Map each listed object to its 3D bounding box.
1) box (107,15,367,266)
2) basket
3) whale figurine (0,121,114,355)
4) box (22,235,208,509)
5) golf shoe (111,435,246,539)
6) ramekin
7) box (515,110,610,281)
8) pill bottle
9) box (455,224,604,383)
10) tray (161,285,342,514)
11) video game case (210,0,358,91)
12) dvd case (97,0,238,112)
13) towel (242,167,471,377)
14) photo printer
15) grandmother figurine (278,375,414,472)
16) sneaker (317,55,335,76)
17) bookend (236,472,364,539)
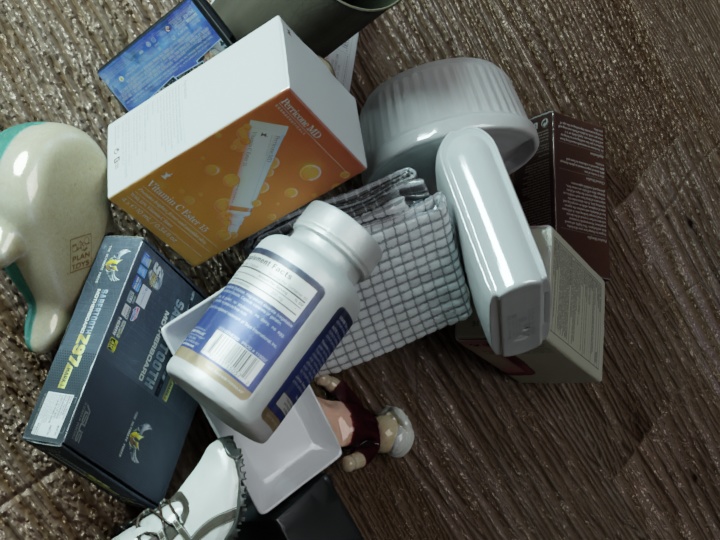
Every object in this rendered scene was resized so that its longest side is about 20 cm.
[{"bbox_3d":[-0.112,-0.111,1.094,0.124,0.199,0.098,42,28,-43],"label":"box"},{"bbox_3d":[-0.061,-0.266,1.192,0.136,0.200,0.181,41,46,-15],"label":"basket"},{"bbox_3d":[-0.288,-0.031,1.085,0.159,0.103,0.202,-30,123,-58],"label":"whale figurine"},{"bbox_3d":[-0.205,0.094,1.102,0.158,0.051,0.202,52,49,-51],"label":"box"},{"bbox_3d":[-0.167,0.235,1.078,0.094,0.078,0.202,19,98,-30],"label":"golf shoe"},{"bbox_3d":[0.089,-0.154,1.336,0.201,0.202,0.095,-1,69,-38],"label":"ramekin"},{"bbox_3d":[0.251,-0.086,1.519,0.099,0.075,0.202,11,72,-36],"label":"box"},{"bbox_3d":[-0.070,0.041,1.073,0.111,0.111,0.201,43,74,-23],"label":"pill bottle"},{"bbox_3d":[0.196,0.043,1.379,0.200,0.108,0.129,35,57,-57],"label":"box"},{"bbox_3d":[-0.102,0.115,1.139,0.107,0.022,0.201,-33,103,-30],"label":"tray"},{"bbox_3d":[-0.084,-0.245,1.324,0.181,0.022,0.202,21,69,-33],"label":"video game case"},{"bbox_3d":[-0.144,-0.151,1.180,0.201,0.142,0.018,52,31,-14],"label":"dvd case"},{"bbox_3d":[0.000,0.000,1.216,0.198,0.086,0.166,-23,132,-3],"label":"towel"},{"bbox_3d":[0.129,-0.035,1.228,0.069,0.167,0.202,-17,64,-1],"label":"photo printer"},{"bbox_3d":[-0.022,0.158,1.260,0.199,0.060,0.122,17,50,-40],"label":"grandmother figurine"},{"bbox_3d":[-0.071,-0.139,1.221,0.070,0.201,0.076,28,35,2],"label":"sneaker"},{"bbox_3d":[-0.012,0.277,1.156,0.092,0.198,0.201,-37,102,-36],"label":"bookend"}]
